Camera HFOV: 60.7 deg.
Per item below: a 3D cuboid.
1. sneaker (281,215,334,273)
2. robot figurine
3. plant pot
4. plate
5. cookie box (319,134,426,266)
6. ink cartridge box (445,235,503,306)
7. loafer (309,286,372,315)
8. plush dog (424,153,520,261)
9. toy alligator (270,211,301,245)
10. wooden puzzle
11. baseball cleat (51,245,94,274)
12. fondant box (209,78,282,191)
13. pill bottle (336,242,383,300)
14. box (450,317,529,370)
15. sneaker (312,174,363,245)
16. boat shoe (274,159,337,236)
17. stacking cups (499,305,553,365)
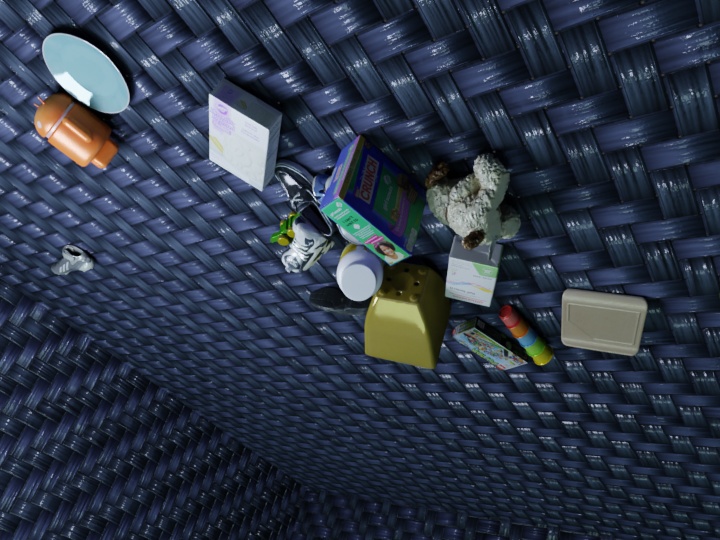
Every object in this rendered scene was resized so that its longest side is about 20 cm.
[{"bbox_3d":[-0.141,-0.049,1.449,0.079,0.130,0.199,42,-176,8],"label":"sneaker"},{"bbox_3d":[-0.663,-0.324,1.425,0.116,0.146,0.199,-37,122,21],"label":"robot figurine"},{"bbox_3d":[0.114,0.091,1.528,0.189,0.198,0.203,10,142,17],"label":"plant pot"},{"bbox_3d":[-0.581,-0.424,1.315,0.194,0.026,0.202,15,148,9],"label":"plate"},{"bbox_3d":[0.031,-0.140,1.240,0.198,0.175,0.075,35,143,-23],"label":"cookie box"},{"bbox_3d":[0.261,0.015,1.434,0.113,0.069,0.202,12,147,13],"label":"ink cartridge box"},{"bbox_3d":[-0.053,0.098,1.743,0.194,0.075,0.073,8,151,22],"label":"loafer"},{"bbox_3d":[0.202,-0.123,1.214,0.170,0.161,0.202,29,159,43],"label":"plush dog"},{"bbox_3d":[-0.148,-0.111,1.497,0.053,0.061,0.198,26,137,-31],"label":"toy alligator"},{"bbox_3d":[0.567,0.118,1.445,0.179,0.038,0.203,7,141,22],"label":"wooden puzzle"},{"bbox_3d":[-1.003,-0.041,2.109,0.194,0.071,0.108,-6,134,22],"label":"baseball cleat"},{"bbox_3d":[-0.244,-0.278,1.283,0.142,0.059,0.201,30,147,4],"label":"fondant box"},{"bbox_3d":[0.000,0.000,1.425,0.107,0.200,0.115,1,104,3],"label":"pill bottle"},{"bbox_3d":[0.357,0.205,1.694,0.197,0.035,0.110,32,147,-17],"label":"box"},{"bbox_3d":[-0.008,-0.140,1.349,0.113,0.082,0.200,-8,136,42],"label":"sneaker"},{"bbox_3d":[-0.125,-0.159,1.375,0.200,0.068,0.071,47,136,-14],"label":"boat shoe"},{"bbox_3d":[0.421,0.166,1.572,0.059,0.062,0.199,-14,134,43],"label":"stacking cups"}]
